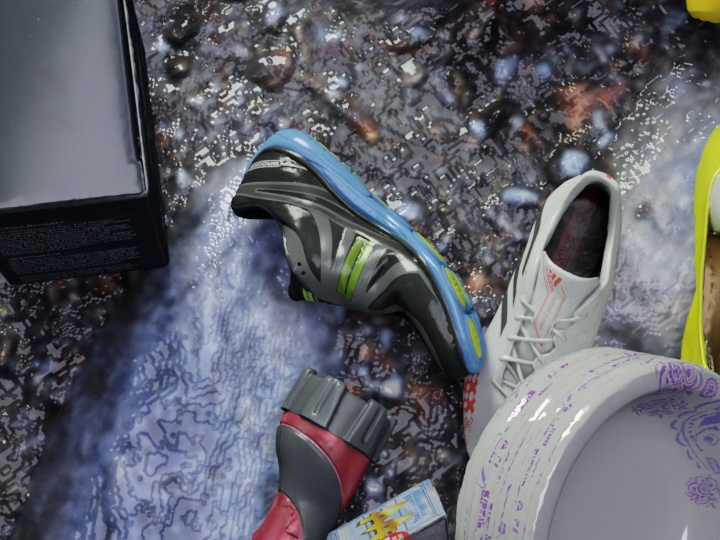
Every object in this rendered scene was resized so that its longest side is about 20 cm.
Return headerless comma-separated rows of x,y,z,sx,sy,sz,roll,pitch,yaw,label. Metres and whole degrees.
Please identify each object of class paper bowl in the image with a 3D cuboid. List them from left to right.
0.136,0.145,0.989,0.200,0.104,0.202,-6,99,-37,paper bowl

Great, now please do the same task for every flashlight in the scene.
-0.054,0.159,1.025,0.067,0.068,0.201,27,78,21,flashlight

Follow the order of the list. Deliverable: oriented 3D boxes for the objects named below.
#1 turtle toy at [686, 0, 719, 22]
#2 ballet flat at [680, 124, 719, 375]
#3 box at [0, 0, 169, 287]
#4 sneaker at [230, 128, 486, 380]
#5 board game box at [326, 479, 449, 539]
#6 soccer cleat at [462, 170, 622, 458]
0.232,-0.233,1.100,0.198,0.101,0.147,-3,101,-1,turtle toy
0.237,-0.005,1.070,0.066,0.067,0.202,10,78,1,ballet flat
-0.174,-0.085,1.003,0.103,0.200,0.149,-7,78,-4,box
0.000,0.000,1.059,0.199,0.071,0.083,42,90,18,sneaker
-0.017,0.217,0.966,0.198,0.062,0.202,4,102,-9,board game box
0.112,0.032,1.048,0.068,0.085,0.201,22,78,2,soccer cleat
